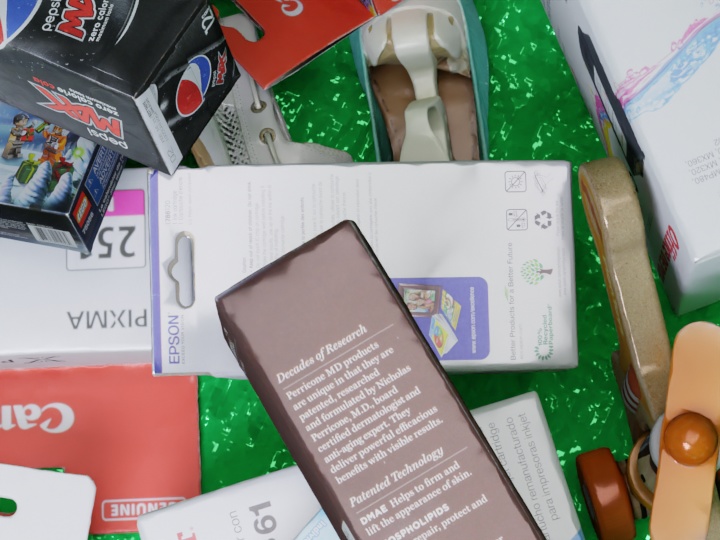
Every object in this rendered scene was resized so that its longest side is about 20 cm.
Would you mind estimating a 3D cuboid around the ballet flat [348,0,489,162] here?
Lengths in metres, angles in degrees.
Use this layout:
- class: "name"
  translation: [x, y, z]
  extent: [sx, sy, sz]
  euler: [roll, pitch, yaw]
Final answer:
- class: "ballet flat"
  translation: [0.033, -0.084, 1.287]
  extent: [0.067, 0.070, 0.201]
  euler: [-10, 78, 1]

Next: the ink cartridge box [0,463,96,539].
- class: "ink cartridge box"
  translation: [-0.189, 0.192, 1.242]
  extent: [0.115, 0.068, 0.201]
  euler: [8, 80, 4]

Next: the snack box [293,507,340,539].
- class: "snack box"
  translation: [-0.016, 0.192, 1.165]
  extent: [0.116, 0.037, 0.200]
  euler: [41, 83, 8]

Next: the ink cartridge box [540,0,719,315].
- class: "ink cartridge box"
  translation: [0.152, -0.093, 1.245]
  extent: [0.083, 0.146, 0.201]
  euler: [-21, 78, -1]

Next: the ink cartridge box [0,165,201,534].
- class: "ink cartridge box"
  translation: [-0.177, 0.041, 1.286]
  extent: [0.199, 0.044, 0.174]
  euler: [-2, 77, 2]

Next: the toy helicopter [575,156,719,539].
- class: "toy helicopter"
  translation: [0.132, 0.047, 1.200]
  extent: [0.079, 0.132, 0.201]
  euler: [-16, 104, -1]

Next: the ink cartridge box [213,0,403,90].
- class: "ink cartridge box"
  translation: [0.001, -0.185, 1.290]
  extent: [0.200, 0.050, 0.109]
  euler: [-35, 53, -11]

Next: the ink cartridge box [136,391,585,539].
- class: "ink cartridge box"
  translation: [0.009, 0.158, 1.232]
  extent: [0.199, 0.085, 0.145]
  euler: [-18, 80, 0]

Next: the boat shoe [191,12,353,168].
- class: "boat shoe"
  translation: [-0.034, -0.038, 1.280]
  extent: [0.069, 0.071, 0.201]
  euler: [-27, 78, -1]

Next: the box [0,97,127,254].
- class: "box"
  translation: [-0.201, -0.090, 1.275]
  extent: [0.199, 0.040, 0.137]
  euler: [10, 62, 18]

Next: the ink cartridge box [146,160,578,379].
- class: "ink cartridge box"
  translation: [0.000, 0.000, 1.221]
  extent: [0.199, 0.039, 0.100]
  euler: [0, 85, -7]

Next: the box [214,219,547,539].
- class: "box"
  translation: [0.018, 0.087, 1.114]
  extent: [0.075, 0.100, 0.200]
  euler: [-28, 78, -6]

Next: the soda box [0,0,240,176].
- class: "soda box"
  translation: [-0.158, -0.118, 1.215]
  extent: [0.199, 0.071, 0.063]
  euler: [23, 68, 24]
